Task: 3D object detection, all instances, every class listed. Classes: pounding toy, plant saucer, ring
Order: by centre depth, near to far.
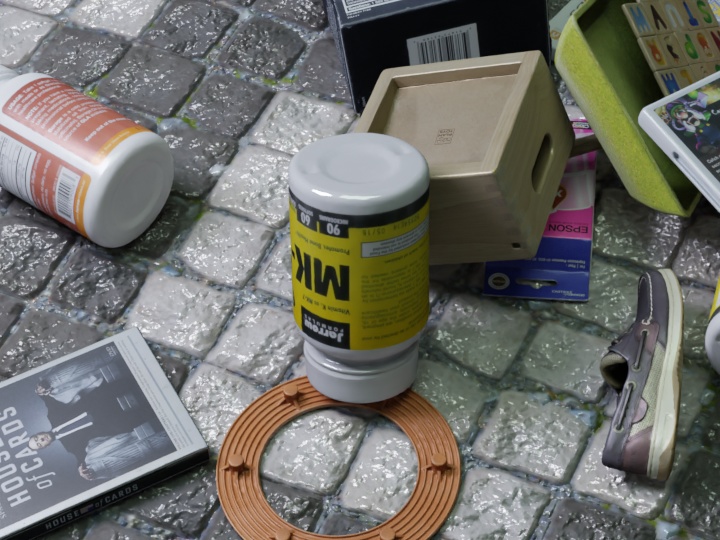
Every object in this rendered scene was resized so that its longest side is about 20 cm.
[{"bbox_3d":[-0.018,0.157,1.532,0.200,0.019,0.201,-1,50,2],"label":"ring"},{"bbox_3d":[0.109,-0.097,1.647,0.184,0.142,0.200,-4,44,29],"label":"pounding toy"},{"bbox_3d":[0.242,-0.154,1.676,0.048,0.200,0.200,-26,10,29],"label":"plant saucer"}]

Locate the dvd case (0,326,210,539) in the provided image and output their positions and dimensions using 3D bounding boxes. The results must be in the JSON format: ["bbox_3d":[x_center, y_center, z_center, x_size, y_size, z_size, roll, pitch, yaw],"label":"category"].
[{"bbox_3d":[-0.245,0.138,1.555,0.200,0.025,0.150,-23,51,-17],"label":"dvd case"}]

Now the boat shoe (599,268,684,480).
[{"bbox_3d":[0.230,0.080,1.554,0.065,0.072,0.200,6,55,2],"label":"boat shoe"}]

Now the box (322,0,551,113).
[{"bbox_3d":[0.064,-0.278,1.831,0.200,0.123,0.199,-13,49,-2],"label":"box"}]

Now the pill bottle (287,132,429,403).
[{"bbox_3d":[0.000,0.000,1.536,0.114,0.200,0.114,-1,31,1],"label":"pill bottle"}]

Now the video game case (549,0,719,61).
[{"bbox_3d":[0.301,-0.234,1.855,0.200,0.022,0.182,29,56,25],"label":"video game case"}]

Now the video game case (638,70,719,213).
[{"bbox_3d":[0.364,-0.105,1.582,0.200,0.023,0.182,-26,63,-23],"label":"video game case"}]

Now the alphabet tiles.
[{"bbox_3d":[0.306,-0.188,1.726,0.166,0.006,0.200,-15,78,-53],"label":"alphabet tiles"}]

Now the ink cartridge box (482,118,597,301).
[{"bbox_3d":[0.163,-0.059,1.702,0.095,0.037,0.200,3,51,6],"label":"ink cartridge box"}]

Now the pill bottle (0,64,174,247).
[{"bbox_3d":[-0.276,-0.111,1.715,0.200,0.112,0.112,30,56,25],"label":"pill bottle"}]

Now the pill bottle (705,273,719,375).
[{"bbox_3d":[0.361,0.000,1.590,0.111,0.111,0.200,12,51,13],"label":"pill bottle"}]
